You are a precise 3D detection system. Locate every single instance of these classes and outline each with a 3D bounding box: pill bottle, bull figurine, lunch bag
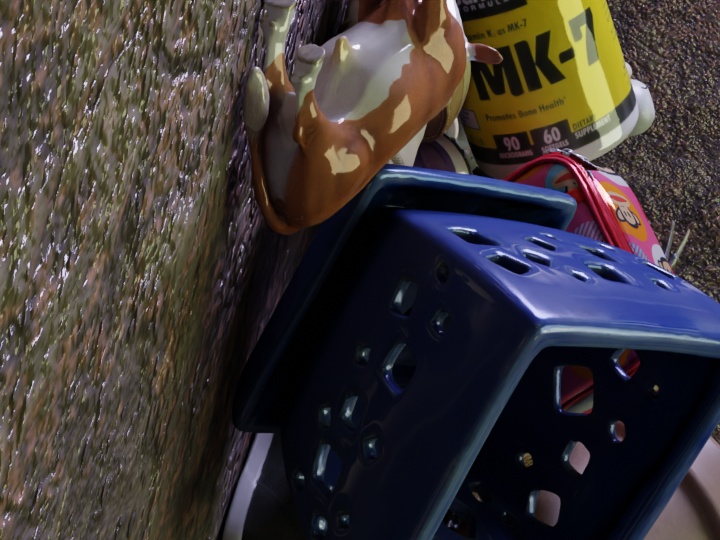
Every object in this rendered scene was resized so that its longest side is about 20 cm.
[{"bbox_3d":[0.097,-0.169,1.242,0.114,0.113,0.201,-65,137,-58],"label":"pill bottle"},{"bbox_3d":[0.008,-0.105,0.976,0.200,0.065,0.122,-53,147,-37],"label":"bull figurine"},{"bbox_3d":[0.094,0.023,1.200,0.082,0.200,0.177,10,51,-53],"label":"lunch bag"}]

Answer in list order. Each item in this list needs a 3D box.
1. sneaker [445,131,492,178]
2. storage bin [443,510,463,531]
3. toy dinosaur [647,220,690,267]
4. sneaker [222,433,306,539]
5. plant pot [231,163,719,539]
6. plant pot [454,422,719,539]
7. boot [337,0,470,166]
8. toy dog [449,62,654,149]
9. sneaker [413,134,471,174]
[{"bbox_3d":[0.065,-0.067,1.339,0.080,0.129,0.200,-68,168,-59],"label":"sneaker"},{"bbox_3d":[0.005,0.236,1.376,0.201,0.134,0.094,95,11,-47],"label":"storage bin"},{"bbox_3d":[0.161,0.041,1.362,0.105,0.181,0.201,29,86,-40],"label":"toy dinosaur"},{"bbox_3d":[-0.012,0.102,1.176,0.071,0.098,0.201,86,17,-59],"label":"sneaker"},{"bbox_3d":[0.060,0.058,1.050,0.199,0.180,0.201,4,123,-46],"label":"plant pot"},{"bbox_3d":[0.133,0.195,1.249,0.174,0.200,0.202,-19,127,-43],"label":"plant pot"},{"bbox_3d":[0.013,-0.084,1.145,0.200,0.072,0.157,80,24,-67],"label":"boot"},{"bbox_3d":[0.115,-0.143,1.486,0.132,0.198,0.097,-142,-135,-71],"label":"toy dog"},{"bbox_3d":[0.000,0.000,1.292,0.087,0.076,0.201,-24,142,-43],"label":"sneaker"}]
